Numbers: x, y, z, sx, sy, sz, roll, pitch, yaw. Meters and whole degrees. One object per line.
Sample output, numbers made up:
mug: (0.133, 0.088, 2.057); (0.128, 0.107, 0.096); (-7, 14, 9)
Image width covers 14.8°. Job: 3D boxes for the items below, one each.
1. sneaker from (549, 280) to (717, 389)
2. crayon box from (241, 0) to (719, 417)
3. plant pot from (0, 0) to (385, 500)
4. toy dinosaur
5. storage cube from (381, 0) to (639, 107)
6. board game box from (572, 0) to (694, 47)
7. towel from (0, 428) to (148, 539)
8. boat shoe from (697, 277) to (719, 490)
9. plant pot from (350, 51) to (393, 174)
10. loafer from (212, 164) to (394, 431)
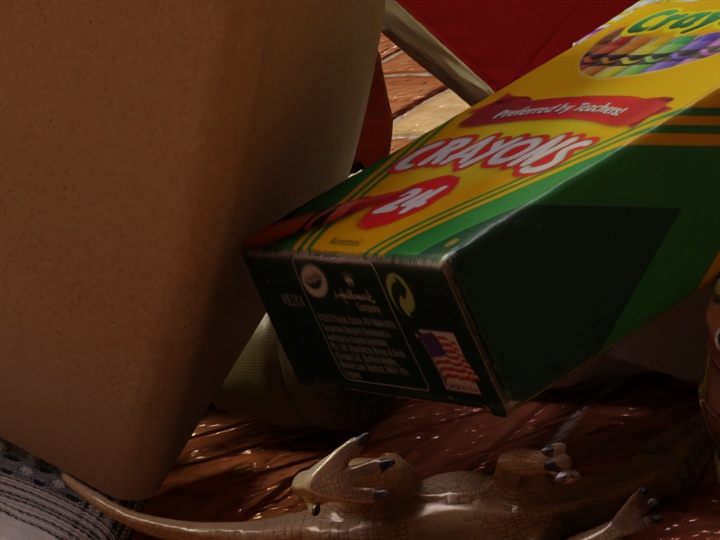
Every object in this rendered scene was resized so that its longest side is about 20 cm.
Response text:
sneaker: (0.104, 0.002, 0.930); (0.088, 0.075, 0.200); (-10, 13, -35)
crayon box: (0.078, -0.031, 0.817); (0.200, 0.051, 0.127); (-31, 16, -24)
plant pot: (-0.093, -0.087, 0.874); (0.200, 0.177, 0.200); (28, 38, 2)
toy dinosaur: (0.011, 0.073, 0.767); (0.200, 0.058, 0.101); (-7, -3, 3)
storage cube: (0.086, -0.162, 1.211); (0.180, 0.171, 0.200); (-50, 26, 1)
board game box: (0.193, -0.059, 0.973); (0.200, 0.105, 0.103); (-9, 13, 26)
towel: (-0.158, 0.031, 0.872); (0.200, 0.035, 0.193); (23, 24, -1)
boat shoe: (0.145, 0.036, 0.678); (0.072, 0.068, 0.200); (-20, 14, -28)
plant pot: (-0.089, -0.081, 1.276); (0.201, 0.201, 0.195); (-20, 20, -19)
loafer: (0.000, 0.000, 1.021); (0.067, 0.076, 0.200); (-3, 16, 25)
